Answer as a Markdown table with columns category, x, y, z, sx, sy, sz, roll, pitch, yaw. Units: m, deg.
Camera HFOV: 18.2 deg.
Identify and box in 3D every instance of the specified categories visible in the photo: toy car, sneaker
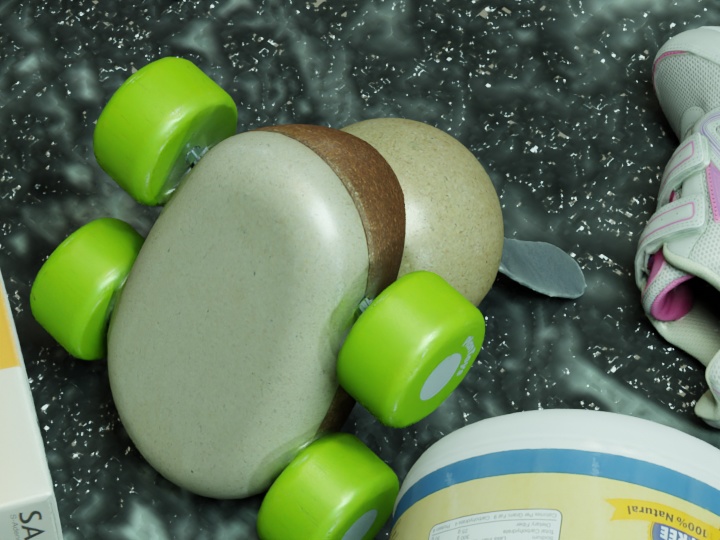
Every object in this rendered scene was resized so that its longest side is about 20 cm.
| category | x | y | z | sx | sy | sz | roll | pitch | yaw |
| --- | --- | --- | --- | --- | --- | --- | --- | --- | --- |
| toy car | 0.000 | 0.000 | 0.913 | 0.164 | 0.159 | 0.199 | 41 | 35 | 21 |
| sneaker | 0.153 | -0.019 | 0.932 | 0.087 | 0.082 | 0.201 | -11 | 55 | -9 |

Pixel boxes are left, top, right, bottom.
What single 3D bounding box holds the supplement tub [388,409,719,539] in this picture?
| category | x | y | z | sx | sy | sz | roll | pitch | yaw |
| --- | --- | --- | --- | --- | --- | --- | --- | --- | --- |
| supplement tub | 0.068 | 0.165 | 0.764 | 0.143 | 0.145 | 0.201 | 8 | 55 | 5 |

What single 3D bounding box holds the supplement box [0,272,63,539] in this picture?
| category | x | y | z | sx | sy | sz | roll | pitch | yaw |
| --- | --- | --- | --- | --- | --- | --- | --- | --- | --- |
| supplement box | -0.223 | 0.076 | 0.867 | 0.198 | 0.074 | 0.127 | -14 | 57 | -10 |
